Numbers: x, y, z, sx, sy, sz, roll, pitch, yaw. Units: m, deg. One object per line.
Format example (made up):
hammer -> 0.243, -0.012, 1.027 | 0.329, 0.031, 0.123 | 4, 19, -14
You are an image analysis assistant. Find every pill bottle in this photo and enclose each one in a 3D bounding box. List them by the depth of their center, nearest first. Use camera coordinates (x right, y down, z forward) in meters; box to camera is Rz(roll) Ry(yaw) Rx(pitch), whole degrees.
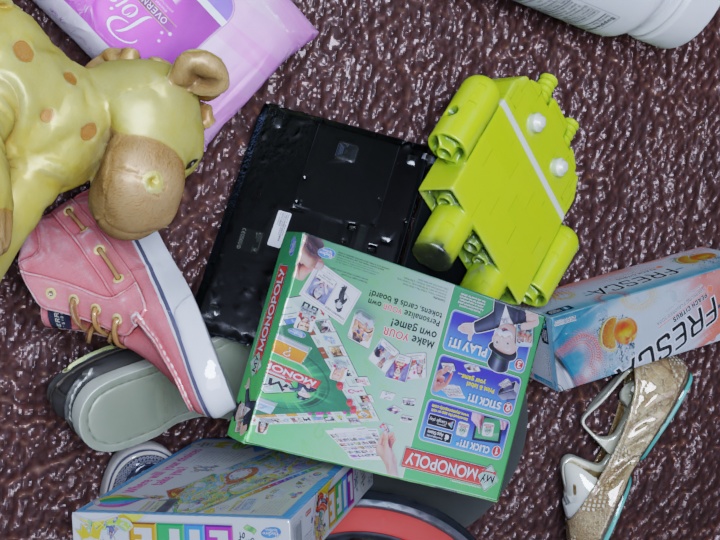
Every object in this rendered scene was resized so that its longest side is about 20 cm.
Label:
pill bottle -> 0.163, -0.239, 0.841 | 0.200, 0.113, 0.114 | 15, 95, -24

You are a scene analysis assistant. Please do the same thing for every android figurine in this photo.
android figurine -> 0.109, -0.061, 0.857 | 0.200, 0.041, 0.182 | -56, 130, -30

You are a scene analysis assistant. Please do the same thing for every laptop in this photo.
laptop -> 0.000, 0.000, 0.840 | 0.200, 0.103, 0.177 | 15, 70, 3

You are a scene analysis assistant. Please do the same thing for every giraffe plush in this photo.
giraffe plush -> -0.168, -0.076, 0.684 | 0.162, 0.173, 0.200 | 7, 92, -24

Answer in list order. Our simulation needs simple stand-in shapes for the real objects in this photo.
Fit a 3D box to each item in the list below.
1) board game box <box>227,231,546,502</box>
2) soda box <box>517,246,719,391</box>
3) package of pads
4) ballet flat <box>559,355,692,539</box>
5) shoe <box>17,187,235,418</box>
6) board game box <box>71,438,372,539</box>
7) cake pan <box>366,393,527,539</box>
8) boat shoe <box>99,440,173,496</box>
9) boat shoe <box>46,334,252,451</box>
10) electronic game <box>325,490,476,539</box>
board game box -> 0.023, 0.067, 0.759 | 0.200, 0.029, 0.135 | 19, 85, -29
soda box -> 0.225, 0.036, 0.944 | 0.200, 0.068, 0.064 | -15, 106, -20
package of pads -> -0.136, -0.183, 0.753 | 0.121, 0.076, 0.200 | -48, 113, -8
ballet flat -> 0.207, 0.155, 0.975 | 0.065, 0.071, 0.200 | 27, 87, 3
shoe -> -0.155, 0.027, 0.739 | 0.091, 0.200, 0.072 | -25, 146, -11
board game box -> -0.079, 0.148, 0.752 | 0.134, 0.200, 0.034 | -1, 94, 14
cake pan -> 0.051, 0.122, 0.898 | 0.200, 0.037, 0.201 | -5, 101, -28
boat shoe -> -0.139, 0.227, 0.824 | 0.075, 0.093, 0.200 | -10, 104, -20
boat shoe -> -0.120, 0.071, 0.813 | 0.201, 0.061, 0.072 | -10, 112, -40
electronic game -> 0.004, 0.245, 0.871 | 0.200, 0.042, 0.200 | 3, 121, 5
